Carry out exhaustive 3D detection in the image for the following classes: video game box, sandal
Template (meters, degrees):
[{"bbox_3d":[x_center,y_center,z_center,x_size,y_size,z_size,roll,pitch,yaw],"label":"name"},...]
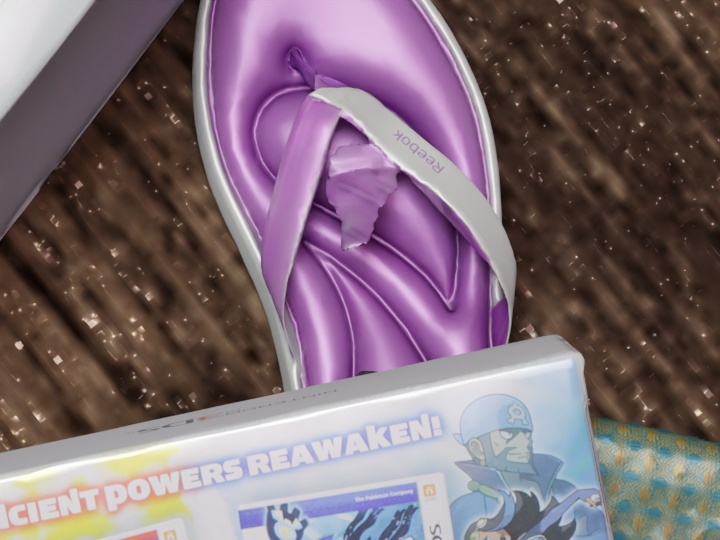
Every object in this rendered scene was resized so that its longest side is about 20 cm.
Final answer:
[{"bbox_3d":[-0.025,0.126,0.722,0.199,0.047,0.183,-11,99,-3],"label":"video game box"},{"bbox_3d":[0.007,-0.002,0.772,0.082,0.050,0.204,-12,85,-9],"label":"sandal"}]

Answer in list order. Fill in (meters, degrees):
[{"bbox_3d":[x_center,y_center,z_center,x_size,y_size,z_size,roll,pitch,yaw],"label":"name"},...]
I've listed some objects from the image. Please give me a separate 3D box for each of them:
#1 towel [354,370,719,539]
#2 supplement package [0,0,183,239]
[{"bbox_3d":[0.079,0.116,0.761,0.199,0.022,0.147,13,95,-5],"label":"towel"},{"bbox_3d":[-0.162,-0.089,0.715,0.200,0.147,0.192,36,78,0],"label":"supplement package"}]
